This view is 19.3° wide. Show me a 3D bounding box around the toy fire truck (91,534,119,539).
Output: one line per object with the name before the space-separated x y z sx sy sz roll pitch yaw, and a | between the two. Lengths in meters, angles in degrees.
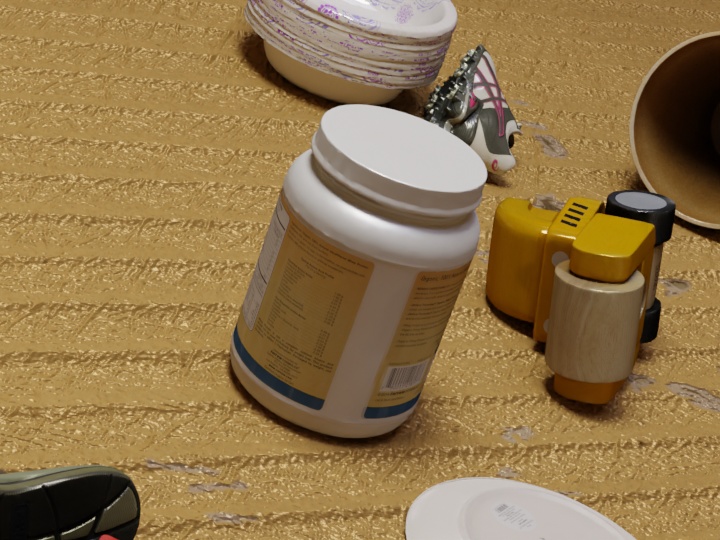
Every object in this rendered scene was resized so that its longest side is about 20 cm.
toy fire truck | -0.118 0.228 1.141 0.140 0.049 0.200 23 25 6

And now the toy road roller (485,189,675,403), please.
toy road roller | 0.164 0.009 1.702 0.145 0.124 0.200 11 23 15

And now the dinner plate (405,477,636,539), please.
dinner plate | 0.127 0.193 1.418 0.199 0.024 0.200 16 25 -8

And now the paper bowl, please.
paper bowl | -0.014 -0.233 2.052 0.200 0.105 0.201 17 26 -8

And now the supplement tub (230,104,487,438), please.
supplement tub | 0.000 0.000 1.496 0.144 0.201 0.145 17 26 -8

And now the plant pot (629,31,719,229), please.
plant pot | 0.378 -0.140 2.100 0.186 0.187 0.200 28 13 16

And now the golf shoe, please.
golf shoe | 0.110 -0.149 2.040 0.088 0.077 0.200 38 26 -10

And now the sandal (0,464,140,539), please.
sandal | -0.221 0.143 1.219 0.200 0.080 0.057 6 11 -40
